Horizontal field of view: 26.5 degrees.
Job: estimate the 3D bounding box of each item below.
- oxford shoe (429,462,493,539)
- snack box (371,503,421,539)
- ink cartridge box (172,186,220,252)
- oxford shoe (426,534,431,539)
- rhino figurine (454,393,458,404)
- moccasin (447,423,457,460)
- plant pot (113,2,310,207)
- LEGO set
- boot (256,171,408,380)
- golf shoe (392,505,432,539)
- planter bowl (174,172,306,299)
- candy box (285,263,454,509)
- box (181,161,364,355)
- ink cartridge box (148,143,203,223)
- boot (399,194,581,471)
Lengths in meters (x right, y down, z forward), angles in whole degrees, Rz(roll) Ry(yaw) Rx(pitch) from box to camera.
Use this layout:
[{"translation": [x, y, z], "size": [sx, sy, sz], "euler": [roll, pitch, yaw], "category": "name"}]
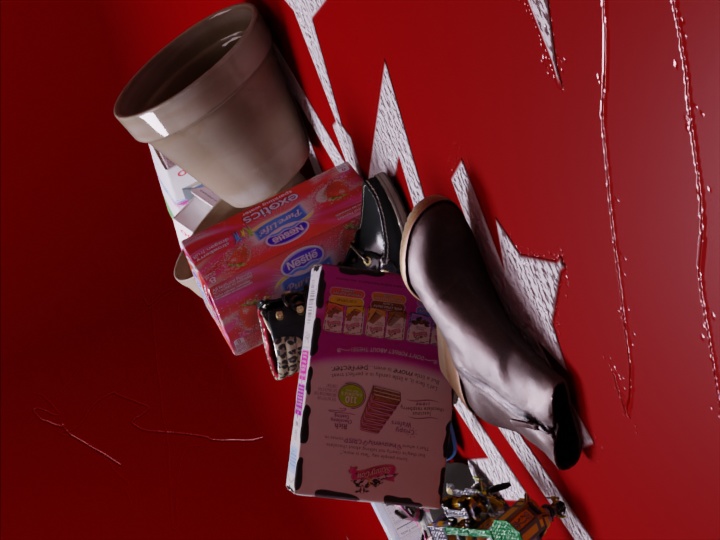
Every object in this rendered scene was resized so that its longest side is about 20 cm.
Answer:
[{"translation": [0.111, 0.252, 1.652], "size": [0.071, 0.072, 0.200], "euler": [39, 177, -19], "category": "oxford shoe"}, {"translation": [0.054, 0.303, 1.938], "size": [0.201, 0.067, 0.169], "euler": [60, 177, 27], "category": "snack box"}, {"translation": [-0.159, -0.040, 2.068], "size": [0.128, 0.125, 0.201], "euler": [33, 156, 20], "category": "ink cartridge box"}, {"translation": [0.155, 0.342, 1.615], "size": [0.200, 0.073, 0.071], "euler": [45, 121, 33], "category": "oxford shoe"}, {"translation": [0.068, 0.100, 1.494], "size": [0.088, 0.059, 0.201], "euler": [-96, -7, -49], "category": "rhino figurine"}, {"translation": [0.050, 0.124, 1.618], "size": [0.080, 0.068, 0.202], "euler": [-142, 33, -70], "category": "moccasin"}, {"translation": [-0.150, -0.175, 1.737], "size": [0.174, 0.200, 0.200], "euler": [51, 177, -26], "category": "plant pot"}, {"translation": [0.156, 0.268, 1.388], "size": [0.153, 0.115, 0.202], "euler": [-17, 101, 50], "category": "LEGO set"}, {"translation": [-0.024, 0.013, 1.486], "size": [0.074, 0.152, 0.205], "euler": [-123, 23, -51], "category": "boot"}, {"translation": [0.099, 0.296, 1.796], "size": [0.201, 0.072, 0.092], "euler": [60, -155, -2], "category": "golf shoe"}, {"translation": [-0.112, -0.021, 1.858], "size": [0.135, 0.200, 0.200], "euler": [44, 177, -20], "category": "planter bowl"}, {"translation": [0.013, 0.103, 1.357], "size": [0.061, 0.135, 0.203], "euler": [168, 110, -79], "category": "candy box"}, {"translation": [-0.069, -0.014, 1.559], "size": [0.100, 0.198, 0.096], "euler": [53, 165, 51], "category": "box"}, {"translation": [-0.207, -0.140, 2.133], "size": [0.088, 0.144, 0.201], "euler": [59, 167, 31], "category": "ink cartridge box"}, {"translation": [0.111, 0.047, 1.216], "size": [0.166, 0.072, 0.202], "euler": [35, 148, 48], "category": "boot"}]
